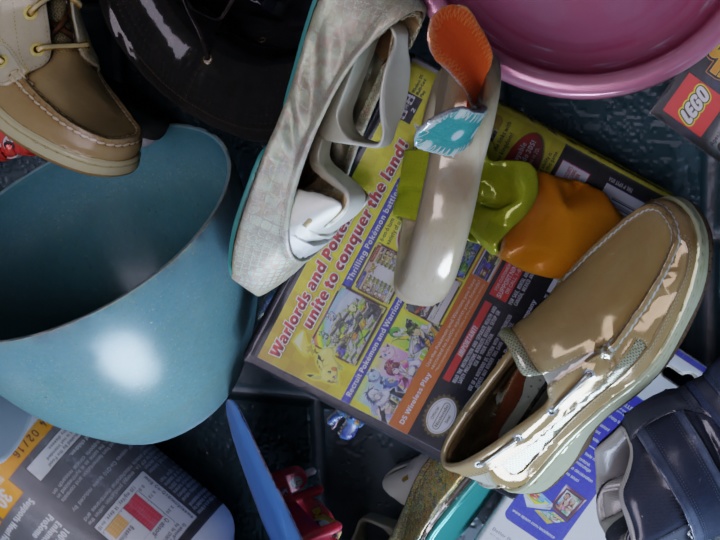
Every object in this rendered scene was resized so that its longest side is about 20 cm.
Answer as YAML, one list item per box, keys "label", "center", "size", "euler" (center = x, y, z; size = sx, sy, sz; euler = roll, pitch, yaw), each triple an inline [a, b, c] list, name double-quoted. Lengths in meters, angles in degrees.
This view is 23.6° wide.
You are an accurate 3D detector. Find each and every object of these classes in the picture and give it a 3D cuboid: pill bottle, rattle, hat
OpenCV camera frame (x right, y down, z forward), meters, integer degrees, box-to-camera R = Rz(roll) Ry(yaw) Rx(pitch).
- label: "pill bottle"
  center: [-0.155, 0.172, 1.118]
  size: [0.200, 0.116, 0.117]
  euler: [40, 116, 4]
- label: "rattle"
  center: [0.086, -0.049, 0.864]
  size: [0.142, 0.131, 0.200]
  euler: [26, 149, 4]
- label: "hat"
  center: [-0.050, -0.172, 0.987]
  size: [0.199, 0.081, 0.202]
  euler: [5, 102, 24]

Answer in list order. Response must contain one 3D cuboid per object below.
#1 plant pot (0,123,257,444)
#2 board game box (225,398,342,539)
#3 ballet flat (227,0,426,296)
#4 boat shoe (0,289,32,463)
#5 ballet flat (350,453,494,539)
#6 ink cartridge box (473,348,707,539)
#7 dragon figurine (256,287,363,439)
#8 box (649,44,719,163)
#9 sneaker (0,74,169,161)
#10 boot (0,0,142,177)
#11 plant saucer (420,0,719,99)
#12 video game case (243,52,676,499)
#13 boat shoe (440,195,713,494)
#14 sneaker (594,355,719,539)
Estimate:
- label: "plant pot"
  center: [-0.142, 0.025, 1.037]
  size: [0.199, 0.201, 0.135]
  euler: [-11, 125, 22]
- label: "board game box"
  center: [-0.026, 0.163, 1.044]
  size: [0.039, 0.200, 0.158]
  euler: [-22, 145, -11]
- label: "ballet flat"
  center: [-0.018, -0.064, 0.915]
  size: [0.062, 0.067, 0.201]
  euler: [30, 116, 25]
- label: "boat shoe"
  center: [-0.254, 0.046, 1.086]
  size: [0.068, 0.073, 0.200]
  euler: [-34, 51, 32]
- label: "ballet flat"
  center: [0.033, 0.160, 1.079]
  size: [0.070, 0.071, 0.201]
  euler: [29, 115, 8]
- label: "ink cartridge box"
  center: [0.154, 0.124, 1.035]
  size: [0.099, 0.039, 0.200]
  euler: [34, 117, 5]
- label: "dragon figurine"
  center: [0.000, 0.000, 1.036]
  size: [0.099, 0.059, 0.201]
  euler: [21, 111, 11]
- label: "box"
  center: [0.266, -0.126, 0.910]
  size: [0.137, 0.040, 0.200]
  euler: [36, 116, 6]
- label: "sneaker"
  center: [-0.218, -0.086, 1.069]
  size: [0.201, 0.067, 0.108]
  euler: [24, 98, 17]
- label: "boot"
  center: [-0.170, -0.164, 0.965]
  size: [0.200, 0.073, 0.156]
  euler: [46, 120, 24]
- label: "plant saucer"
  center: [0.118, -0.190, 0.907]
  size: [0.199, 0.051, 0.202]
  euler: [0, 90, 4]
- label: "video game case"
  center: [0.057, 0.004, 0.987]
  size: [0.180, 0.026, 0.201]
  euler: [27, 100, -6]
- label: "boat shoe"
  center: [0.109, 0.043, 0.913]
  size: [0.201, 0.076, 0.072]
  euler: [-61, 39, 26]
- label: "sneaker"
  center: [0.213, 0.138, 0.953]
  size: [0.146, 0.077, 0.203]
  euler: [-32, 112, -1]
